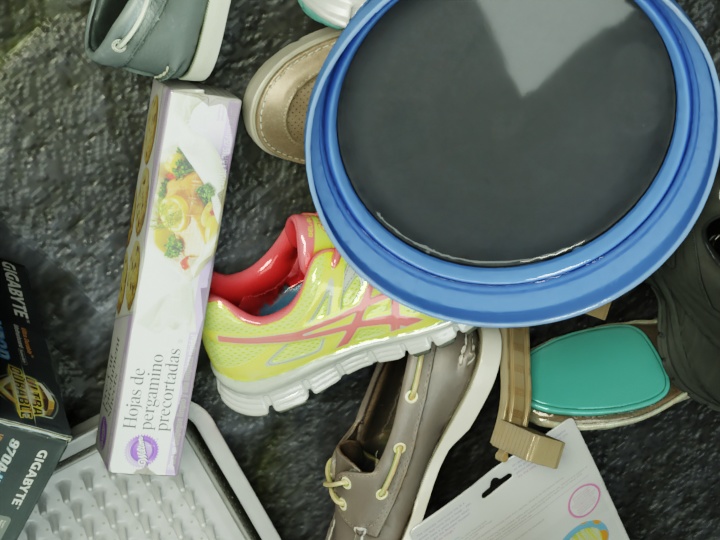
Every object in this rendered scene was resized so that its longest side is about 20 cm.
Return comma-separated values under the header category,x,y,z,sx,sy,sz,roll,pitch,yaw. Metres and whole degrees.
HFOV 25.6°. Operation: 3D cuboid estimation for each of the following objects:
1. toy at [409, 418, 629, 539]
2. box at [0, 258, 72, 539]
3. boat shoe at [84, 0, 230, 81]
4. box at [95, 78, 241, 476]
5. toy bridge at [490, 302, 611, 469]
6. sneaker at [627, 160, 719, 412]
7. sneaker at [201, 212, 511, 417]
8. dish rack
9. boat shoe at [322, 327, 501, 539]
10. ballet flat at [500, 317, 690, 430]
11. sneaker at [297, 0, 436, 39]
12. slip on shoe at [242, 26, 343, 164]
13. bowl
category,x,y,z,sx,sy,sz,roll,pitch,yaw
toy,0.105,0.180,0.967,0.115,0.047,0.201,-34,123,-8
box,-0.215,0.110,0.785,0.046,0.159,0.201,20,110,-29
boat shoe,-0.086,-0.178,0.717,0.061,0.073,0.201,-1,124,-23
box,-0.099,0.004,0.809,0.038,0.041,0.202,6,104,-20
toy bridge,0.110,0.011,0.888,0.027,0.067,0.202,19,91,-36
sneaker,0.202,0.014,0.854,0.076,0.090,0.200,-54,126,-22
sneaker,0.000,0.000,0.844,0.199,0.078,0.091,-29,124,-1
dish rack,-0.135,0.164,0.913,0.171,0.044,0.201,-26,124,-2
boat shoe,0.013,0.110,0.919,0.059,0.072,0.201,19,107,-21
ballet flat,0.180,0.062,0.955,0.198,0.068,0.063,-15,147,-8
sneaker,0.069,-0.165,0.779,0.198,0.078,0.092,-5,116,-18
slip on shoe,0.041,-0.084,0.820,0.198,0.061,0.077,-2,119,-18
bowl,0.072,-0.066,0.763,0.199,0.039,0.202,-1,122,-2
